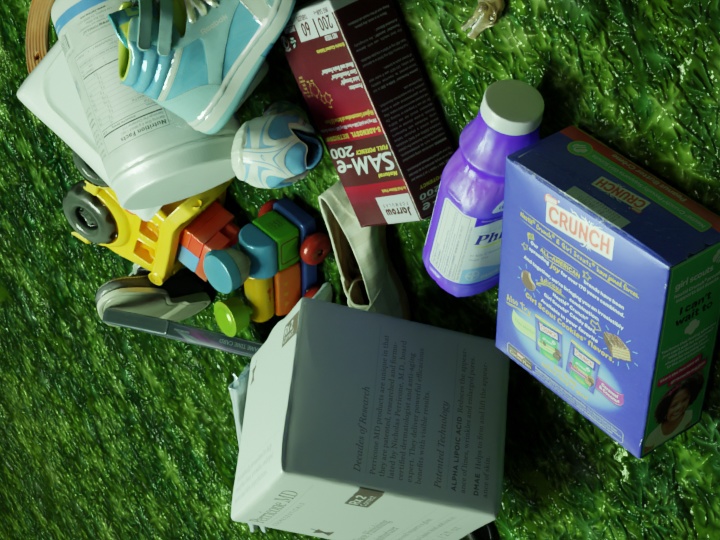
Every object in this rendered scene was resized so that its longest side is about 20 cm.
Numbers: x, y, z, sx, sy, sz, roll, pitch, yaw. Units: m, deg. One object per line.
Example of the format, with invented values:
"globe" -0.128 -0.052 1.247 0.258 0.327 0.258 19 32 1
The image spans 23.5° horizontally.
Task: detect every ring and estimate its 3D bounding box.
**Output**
"ring" -0.275 -0.254 1.764 0.200 0.019 0.201 -10 75 42

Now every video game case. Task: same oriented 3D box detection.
"video game case" -0.151 0.074 1.812 0.143 0.200 0.019 7 82 55

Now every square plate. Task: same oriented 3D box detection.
"square plate" -0.218 -0.185 1.677 0.198 0.028 0.200 44 104 15

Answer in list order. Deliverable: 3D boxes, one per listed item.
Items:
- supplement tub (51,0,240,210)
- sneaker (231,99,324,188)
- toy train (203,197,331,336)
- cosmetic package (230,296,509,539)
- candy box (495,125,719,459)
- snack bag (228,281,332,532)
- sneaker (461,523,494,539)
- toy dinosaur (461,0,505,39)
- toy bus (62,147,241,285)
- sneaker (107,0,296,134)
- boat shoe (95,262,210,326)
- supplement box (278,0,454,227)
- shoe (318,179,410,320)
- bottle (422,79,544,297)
"supplement tub" -0.192 -0.170 1.584 0.132 0.132 0.200 -32 78 61
"sneaker" -0.065 -0.109 1.541 0.072 0.200 0.072 12 103 4
"toy train" -0.097 0.033 1.740 0.085 0.116 0.200 39 144 34
"cosmetic package" 0.008 0.143 1.536 0.165 0.200 0.165 130 149 -60
"candy box" 0.188 0.015 1.318 0.169 0.077 0.200 39 146 35
"snack bag" -0.063 0.132 1.712 0.021 0.189 0.200 17 132 26
"sneaker" 0.052 0.205 1.710 0.092 0.076 0.200 -8 107 64
"toy dinosaur" 0.092 -0.256 1.266 0.101 0.058 0.200 36 154 12
"toy bus" -0.195 -0.079 1.798 0.192 0.136 0.200 37 143 13
"sneaker" -0.135 -0.222 1.455 0.200 0.130 0.080 -61 25 14
"boat shoe" -0.236 0.019 1.900 0.073 0.200 0.063 -31 76 20
"supplement box" 0.008 -0.140 1.477 0.109 0.061 0.200 -5 112 60
"shoe" 0.000 0.000 1.622 0.070 0.053 0.200 26 136 46
"bottle" 0.103 -0.065 1.373 0.065 0.083 0.200 48 148 26
